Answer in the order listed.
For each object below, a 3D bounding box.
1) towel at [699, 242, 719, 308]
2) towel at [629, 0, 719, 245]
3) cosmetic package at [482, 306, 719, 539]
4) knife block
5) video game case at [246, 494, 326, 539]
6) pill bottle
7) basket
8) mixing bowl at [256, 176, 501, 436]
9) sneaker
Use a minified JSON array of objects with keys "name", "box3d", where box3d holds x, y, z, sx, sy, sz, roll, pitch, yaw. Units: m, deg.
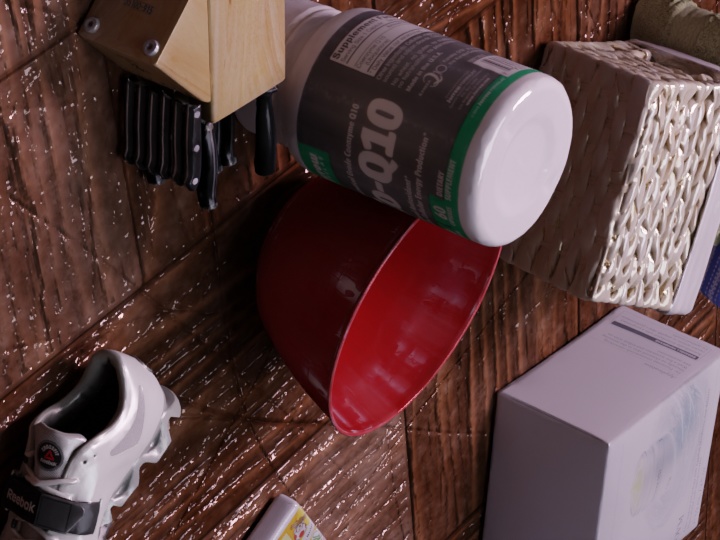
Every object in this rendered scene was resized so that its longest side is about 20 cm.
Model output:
[{"name":"towel","box3d":[0.280,-0.069,1.824,0.024,0.200,0.145,9,108,-22]},{"name":"towel","box3d":[0.258,-0.122,1.781,0.036,0.148,0.200,1,111,-40]},{"name":"cosmetic package","box3d":[0.216,0.172,1.941,0.200,0.123,0.199,-30,135,-43]},{"name":"knife block","box3d":[-0.083,-0.143,1.313,0.200,0.064,0.176,-64,150,-4]},{"name":"video game case","box3d":[-0.082,0.291,1.660,0.200,0.023,0.182,-55,148,-16]},{"name":"pill bottle","box3d":[0.023,-0.099,1.373,0.113,0.200,0.113,-36,138,-40]},{"name":"basket","box3d":[0.204,-0.076,1.720,0.123,0.136,0.200,-1,111,-43]},{"name":"mixing bowl","box3d":[0.000,0.000,1.483,0.200,0.108,0.200,-46,155,-29]},{"name":"sneaker","box3d":[-0.190,0.136,1.340,0.200,0.074,0.089,-65,151,-21]}]
